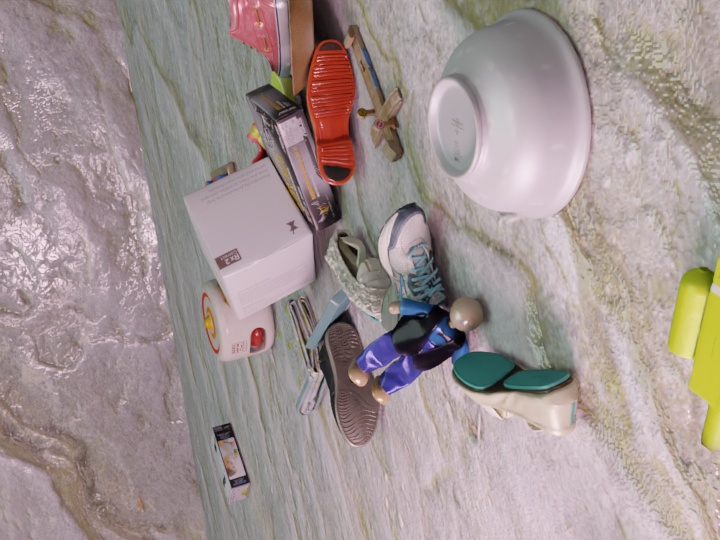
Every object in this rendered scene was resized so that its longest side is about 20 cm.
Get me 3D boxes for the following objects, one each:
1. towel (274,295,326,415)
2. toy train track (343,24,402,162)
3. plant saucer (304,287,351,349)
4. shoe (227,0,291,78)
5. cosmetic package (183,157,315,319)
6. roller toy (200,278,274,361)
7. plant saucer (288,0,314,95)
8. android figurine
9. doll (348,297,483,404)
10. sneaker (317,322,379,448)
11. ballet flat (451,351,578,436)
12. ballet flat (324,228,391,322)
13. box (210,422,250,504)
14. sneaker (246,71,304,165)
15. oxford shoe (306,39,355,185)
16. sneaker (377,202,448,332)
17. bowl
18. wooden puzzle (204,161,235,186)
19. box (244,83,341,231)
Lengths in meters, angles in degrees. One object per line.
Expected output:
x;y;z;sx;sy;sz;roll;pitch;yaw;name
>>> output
-0.113;0.166;1.620;0.201;0.047;0.173;115;141;-56;towel
0.008;-0.237;1.124;0.115;0.032;0.203;126;130;-62;toy train track
-0.044;0.074;1.379;0.019;0.070;0.200;43;150;7;plant saucer
-0.152;-0.363;1.272;0.201;0.089;0.073;96;171;-68;shoe
-0.184;-0.051;1.439;0.166;0.163;0.201;59;167;20;cosmetic package
-0.279;0.103;1.870;0.199;0.138;0.186;172;86;-68;roller toy
-0.087;-0.360;1.231;0.200;0.035;0.204;178;90;-86;plant saucer
0.288;0.059;0.575;0.182;0.040;0.203;-131;34;-52;android figurine
0.077;0.092;1.028;0.200;0.136;0.049;-41;16;36;doll
-0.021;0.196;1.383;0.106;0.073;0.203;119;144;-65;sneaker
0.162;0.134;0.898;0.199;0.068;0.071;-173;72;-67;ballet flat
0.000;0.000;1.218;0.200;0.071;0.073;48;144;49;ballet flat
-0.386;0.569;2.484;0.117;0.059;0.202;107;145;-51;box
-0.149;-0.247;1.433;0.078;0.089;0.203;-128;34;-50;sneaker
-0.047;-0.229;1.220;0.073;0.070;0.204;-130;39;-74;oxford shoe
0.077;0.011;1.052;0.086;0.077;0.203;35;141;43;sneaker
0.124;-0.143;0.809;0.201;0.089;0.205;169;90;-69;bowl
-0.319;-0.147;1.966;0.199;0.046;0.189;177;82;-68;wooden puzzle
-0.109;-0.182;1.347;0.158;0.048;0.202;45;158;54;box
